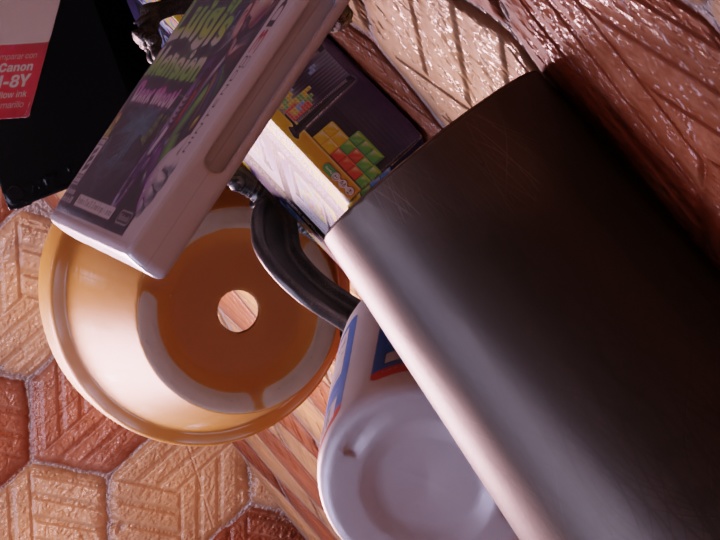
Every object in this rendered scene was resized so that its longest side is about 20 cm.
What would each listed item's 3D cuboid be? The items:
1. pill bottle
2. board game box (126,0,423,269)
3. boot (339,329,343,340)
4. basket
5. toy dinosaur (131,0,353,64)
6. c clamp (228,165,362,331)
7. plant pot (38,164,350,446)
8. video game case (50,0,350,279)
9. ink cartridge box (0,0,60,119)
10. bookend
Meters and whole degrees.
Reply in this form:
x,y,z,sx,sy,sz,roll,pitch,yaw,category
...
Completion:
x,y,z,sx,sy,sz,roll,pitch,yaw,category
0.040,0.065,1.443,0.112,0.112,0.200,51,-162,-16,pill bottle
-0.043,-0.092,1.528,0.200,0.057,0.165,47,170,18,board game box
0.074,0.093,1.672,0.199,0.073,0.151,23,-161,-19,boot
0.089,0.031,1.143,0.200,0.136,0.180,53,159,3,basket
-0.088,-0.154,1.363,0.200,0.088,0.048,44,162,25,toy dinosaur
0.000,0.000,1.619,0.199,0.027,0.171,35,-163,-13,c clamp
-0.093,0.017,1.762,0.200,0.200,0.183,50,173,-11,plant pot
-0.062,-0.085,1.218,0.023,0.182,0.200,35,176,-15,video game case
-0.216,-0.198,1.475,0.145,0.083,0.201,42,124,38,ink cartridge box
-0.173,-0.153,1.664,0.199,0.092,0.201,-41,-68,-77,bookend
